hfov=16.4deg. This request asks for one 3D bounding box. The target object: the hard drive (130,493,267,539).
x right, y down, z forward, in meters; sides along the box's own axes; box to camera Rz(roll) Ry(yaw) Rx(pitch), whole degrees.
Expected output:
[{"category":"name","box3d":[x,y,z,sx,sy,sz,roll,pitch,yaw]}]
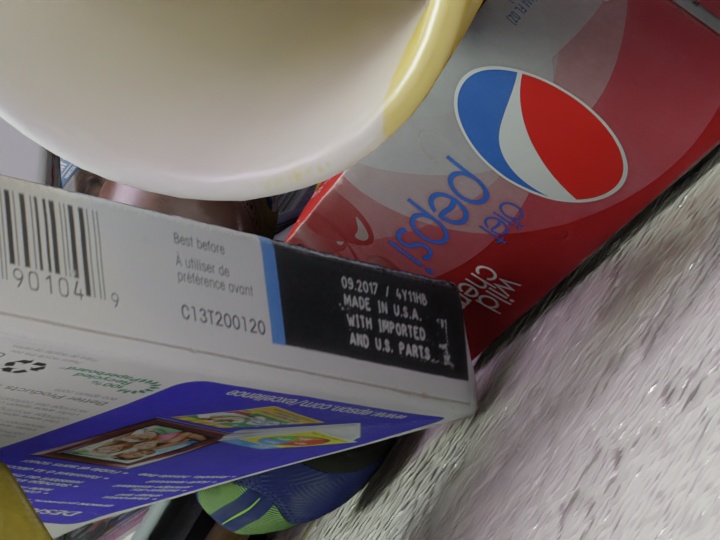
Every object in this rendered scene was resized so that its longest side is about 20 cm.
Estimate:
[{"category":"hard drive","box3d":[-0.062,0.101,0.923,0.200,0.033,0.140,-60,6,-33]}]

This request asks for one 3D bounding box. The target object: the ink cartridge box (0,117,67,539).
[{"category":"ink cartridge box","box3d":[-0.140,0.029,0.831,0.200,0.083,0.147,96,173,-55]}]

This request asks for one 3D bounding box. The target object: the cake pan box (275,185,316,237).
[{"category":"cake pan box","box3d":[-0.047,-0.014,1.051,0.200,0.052,0.185,-26,-24,-52]}]

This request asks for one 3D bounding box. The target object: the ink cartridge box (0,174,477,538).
[{"category":"ink cartridge box","box3d":[-0.108,0.031,0.639,0.199,0.198,0.044,-22,67,39]}]

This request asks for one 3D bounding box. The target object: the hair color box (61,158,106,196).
[{"category":"hair color box","box3d":[-0.106,0.001,1.157,0.100,0.060,0.201,-56,-36,-32]}]

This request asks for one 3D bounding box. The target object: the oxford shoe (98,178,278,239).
[{"category":"oxford shoe","box3d":[-0.051,0.001,0.815,0.073,0.071,0.200,-63,-2,-12]}]

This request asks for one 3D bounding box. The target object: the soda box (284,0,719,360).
[{"category":"soda box","box3d":[0.048,-0.045,0.623,0.070,0.063,0.200,-58,5,-27]}]

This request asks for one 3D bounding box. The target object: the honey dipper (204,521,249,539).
[{"category":"honey dipper","box3d":[-0.060,0.113,0.810,0.200,0.038,0.038,-57,5,-28]}]

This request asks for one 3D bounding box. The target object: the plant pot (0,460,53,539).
[{"category":"plant pot","box3d":[-0.120,0.126,0.602,0.142,0.201,0.200,-31,1,-10]}]

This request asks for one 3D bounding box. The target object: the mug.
[{"category":"mug","box3d":[0.001,-0.112,0.562,0.153,0.186,0.150,-48,-36,-51]}]

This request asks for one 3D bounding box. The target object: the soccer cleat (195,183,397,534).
[{"category":"soccer cleat","box3d":[-0.001,0.000,0.782,0.084,0.065,0.201,-45,13,44]}]

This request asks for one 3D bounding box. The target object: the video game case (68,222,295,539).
[{"category":"video game case","box3d":[-0.079,0.059,1.038,0.143,0.018,0.200,-32,-17,-37]}]
